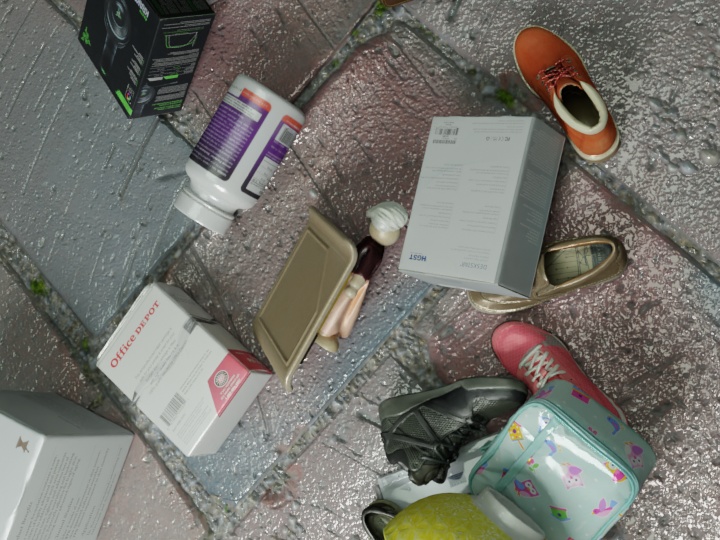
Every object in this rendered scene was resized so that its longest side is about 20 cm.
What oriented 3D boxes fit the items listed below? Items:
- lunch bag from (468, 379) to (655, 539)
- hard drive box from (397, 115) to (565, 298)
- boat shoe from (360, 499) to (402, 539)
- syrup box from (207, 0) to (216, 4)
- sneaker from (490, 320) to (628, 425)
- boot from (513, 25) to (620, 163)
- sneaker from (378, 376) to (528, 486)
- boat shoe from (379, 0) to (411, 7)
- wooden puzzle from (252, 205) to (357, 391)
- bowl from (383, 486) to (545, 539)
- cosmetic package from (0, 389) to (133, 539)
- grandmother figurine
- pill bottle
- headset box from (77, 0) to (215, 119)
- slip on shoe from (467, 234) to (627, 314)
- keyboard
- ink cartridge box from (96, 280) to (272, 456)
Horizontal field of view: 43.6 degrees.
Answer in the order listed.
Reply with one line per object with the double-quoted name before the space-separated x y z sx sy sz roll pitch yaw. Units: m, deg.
"lunch bag" 0.212 0.227 0.999 0.160 0.077 0.201 39 130 14
"hard drive box" 0.144 -0.079 1.092 0.155 0.076 0.202 9 83 44
"boat shoe" 0.078 0.352 1.079 0.199 0.065 0.074 31 92 18
"syrup box" -0.186 -0.467 1.305 0.199 0.081 0.079 -23 73 15
"sneaker" 0.231 0.127 1.049 0.200 0.087 0.074 44 96 21
"boot" 0.245 -0.231 1.092 0.075 0.107 0.201 -35 70 13
"sneaker" 0.112 0.194 1.069 0.198 0.076 0.115 -19 56 25
"boat shoe" 0.112 -0.399 1.186 0.199 0.072 0.068 -24 72 13
"wooden puzzle" -0.070 0.032 1.148 0.201 0.037 0.185 -65 25 9
"bowl" 0.133 0.298 0.955 0.200 0.200 0.108 39 92 21
"cosmetic package" -0.450 0.268 1.222 0.165 0.200 0.169 21 88 22
"grandmother figurine" 0.000 0.000 1.147 0.060 0.121 0.201 24 109 -19
"pill bottle" -0.170 -0.155 1.232 0.111 0.111 0.201 33 93 22
"headset box" -0.312 -0.342 1.284 0.175 0.092 0.200 55 138 19
"slip on shoe" 0.220 0.003 1.086 0.198 0.061 0.077 -12 77 20
"keyboard" 0.117 0.251 1.115 0.199 0.011 0.057 -25 79 16
"ink cartridge box" -0.242 0.133 1.228 0.200 0.085 0.146 39 96 20
